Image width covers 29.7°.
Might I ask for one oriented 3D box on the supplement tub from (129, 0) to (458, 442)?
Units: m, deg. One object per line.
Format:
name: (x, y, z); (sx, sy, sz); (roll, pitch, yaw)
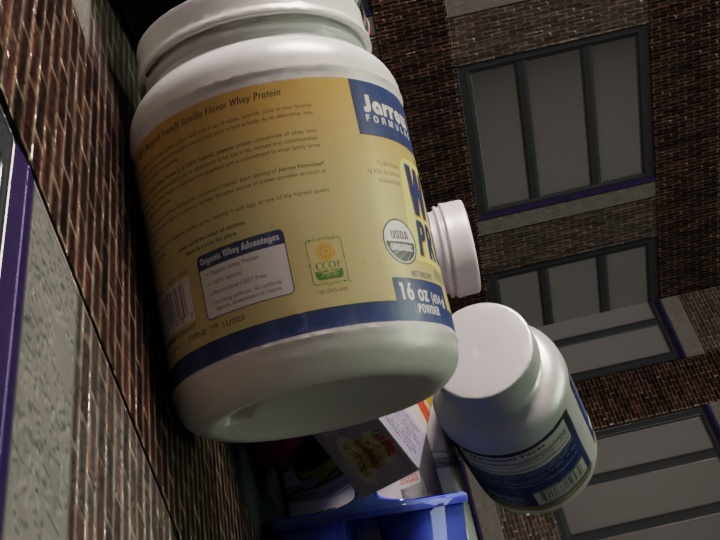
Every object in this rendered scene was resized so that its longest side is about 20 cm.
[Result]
supplement tub: (-0.038, -0.027, 0.683); (0.145, 0.143, 0.202); (76, 1, -74)

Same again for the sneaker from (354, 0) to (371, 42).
sneaker: (-0.038, -0.205, 1.132); (0.200, 0.080, 0.087); (-116, -176, -71)

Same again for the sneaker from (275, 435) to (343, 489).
sneaker: (-0.037, 0.108, 1.009); (0.082, 0.073, 0.200); (65, -20, -6)

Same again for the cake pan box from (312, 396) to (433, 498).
cake pan box: (-0.023, 0.017, 0.893); (0.201, 0.052, 0.185); (54, 22, -16)

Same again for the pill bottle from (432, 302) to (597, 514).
pill bottle: (0.120, 0.110, 1.095); (0.200, 0.110, 0.112); (58, 16, -53)

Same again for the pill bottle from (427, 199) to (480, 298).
pill bottle: (0.000, 0.000, 1.187); (0.109, 0.198, 0.110); (167, -90, -90)

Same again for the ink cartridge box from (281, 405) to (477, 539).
ink cartridge box: (0.010, 0.170, 1.132); (0.085, 0.144, 0.202); (63, 13, -66)

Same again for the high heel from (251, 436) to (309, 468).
high heel: (-0.065, 0.040, 0.981); (0.096, 0.067, 0.201); (-56, -153, 36)

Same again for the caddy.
caddy: (0.009, 0.192, 0.967); (0.200, 0.140, 0.106); (80, 1, -81)

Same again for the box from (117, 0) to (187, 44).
box: (-0.095, -0.247, 0.783); (0.149, 0.123, 0.202); (81, -4, -73)
